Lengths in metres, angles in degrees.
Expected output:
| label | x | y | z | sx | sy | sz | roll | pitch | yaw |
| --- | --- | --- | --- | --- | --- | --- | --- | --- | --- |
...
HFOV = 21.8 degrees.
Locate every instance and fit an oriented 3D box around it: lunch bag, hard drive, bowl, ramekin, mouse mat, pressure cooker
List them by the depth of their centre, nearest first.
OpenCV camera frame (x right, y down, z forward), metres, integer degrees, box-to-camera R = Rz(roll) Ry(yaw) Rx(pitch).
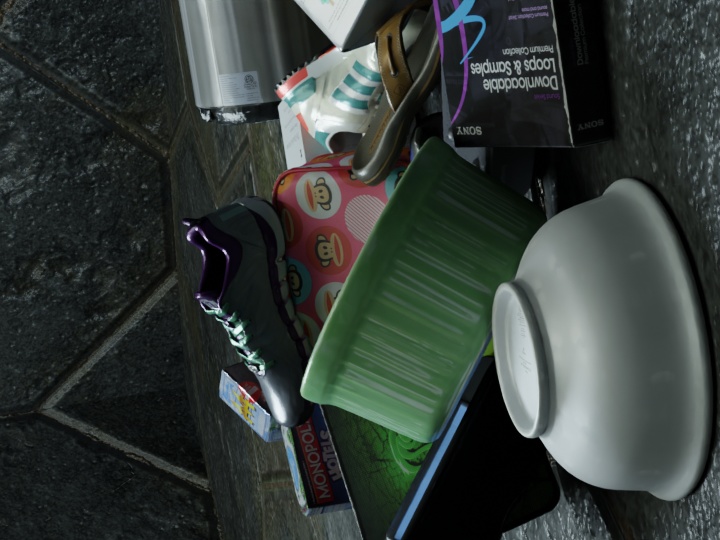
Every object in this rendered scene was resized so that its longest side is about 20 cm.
| label | x | y | z | sx | sy | sz | roll | pitch | yaw |
| --- | --- | --- | --- | --- | --- | --- | --- | --- | --- |
| bowl | 0.137 | 0.049 | 1.143 | 0.201 | 0.090 | 0.202 | 171 | 90 | -79 |
| ramekin | 0.048 | 0.019 | 1.271 | 0.201 | 0.097 | 0.200 | -62 | -5 | -10 |
| hard drive | 0.091 | -0.157 | 1.341 | 0.135 | 0.042 | 0.201 | -118 | 24 | -61 |
| mouse mat | 0.054 | 0.124 | 1.450 | 0.008 | 0.160 | 0.201 | 41 | -154 | -59 |
| lunch bag | 0.000 | 0.000 | 1.582 | 0.082 | 0.175 | 0.201 | -28 | -67 | -60 |
| pressure cooker | -0.092 | -0.256 | 1.867 | 0.179 | 0.175 | 0.201 | -150 | 49 | -72 |

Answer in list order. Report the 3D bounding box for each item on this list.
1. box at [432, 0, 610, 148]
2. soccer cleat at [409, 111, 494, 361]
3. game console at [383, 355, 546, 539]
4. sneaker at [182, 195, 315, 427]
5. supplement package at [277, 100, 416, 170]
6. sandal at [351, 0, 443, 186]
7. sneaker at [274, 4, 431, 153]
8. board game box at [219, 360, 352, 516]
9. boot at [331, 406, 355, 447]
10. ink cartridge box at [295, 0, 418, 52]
| label | x | y | z | sx | sy | sz | roll | pitch | yaw |
| --- | --- | --- | --- | --- | --- | --- | --- | --- | --- |
| box | 0.095 | -0.179 | 1.208 | 0.143 | 0.036 | 0.201 | 6 | 109 | 61 |
| soccer cleat | 0.084 | -0.026 | 1.463 | 0.084 | 0.064 | 0.201 | 48 | -151 | -76 |
| game console | 0.053 | 0.148 | 1.326 | 0.201 | 0.116 | 0.176 | -62 | 29 | -2 |
| sneaker | -0.100 | 0.042 | 1.571 | 0.074 | 0.087 | 0.201 | -7 | 98 | 52 |
| supplement package | -0.002 | -0.069 | 1.712 | 0.114 | 0.109 | 0.201 | 150 | 112 | -79 |
| sandal | 0.030 | -0.160 | 1.460 | 0.082 | 0.054 | 0.201 | -90 | 24 | -59 |
| sneaker | 0.016 | -0.164 | 1.583 | 0.199 | 0.070 | 0.094 | -28 | 99 | 44 |
| board game box | -0.025 | 0.136 | 1.746 | 0.062 | 0.199 | 0.201 | 102 | 158 | -58 |
| boot | 0.006 | 0.144 | 1.538 | 0.201 | 0.074 | 0.097 | 69 | 154 | 20 |
| ink cartridge box | -0.027 | -0.293 | 1.468 | 0.200 | 0.076 | 0.137 | 48 | 133 | 19 |
